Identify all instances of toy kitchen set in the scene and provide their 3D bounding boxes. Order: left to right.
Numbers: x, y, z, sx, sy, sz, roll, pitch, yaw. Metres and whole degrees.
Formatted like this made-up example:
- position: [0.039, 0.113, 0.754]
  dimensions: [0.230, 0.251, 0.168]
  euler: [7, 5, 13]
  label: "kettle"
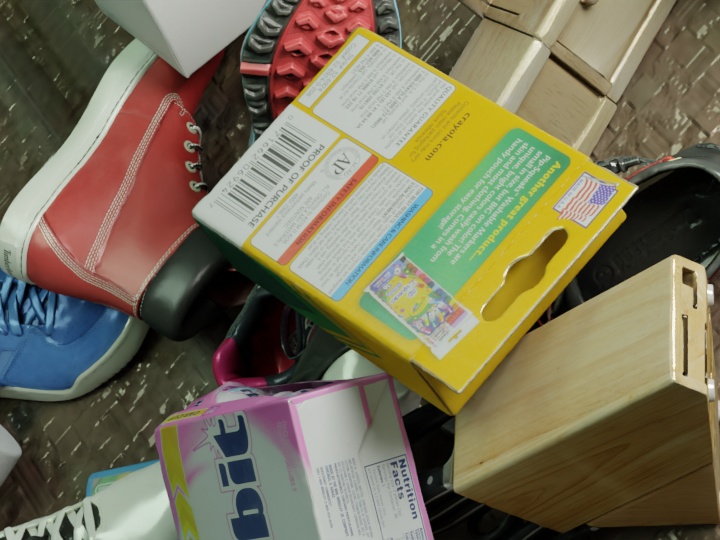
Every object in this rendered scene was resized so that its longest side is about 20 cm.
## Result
- position: [0.133, -0.141, 1.426]
  dimensions: [0.180, 0.163, 0.201]
  euler: [28, 87, 47]
  label: "toy kitchen set"

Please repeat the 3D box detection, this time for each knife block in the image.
- position: [0.078, 0.070, 1.350]
  dimensions: [0.175, 0.200, 0.064]
  euler: [-2, 61, 8]
  label: "knife block"

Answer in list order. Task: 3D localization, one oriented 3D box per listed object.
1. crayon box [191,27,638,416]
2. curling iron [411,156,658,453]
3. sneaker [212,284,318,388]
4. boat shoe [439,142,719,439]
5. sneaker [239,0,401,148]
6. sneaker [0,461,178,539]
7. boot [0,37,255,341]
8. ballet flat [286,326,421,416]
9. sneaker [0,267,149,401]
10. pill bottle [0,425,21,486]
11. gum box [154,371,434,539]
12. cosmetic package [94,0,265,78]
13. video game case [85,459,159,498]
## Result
- position: [0.030, -0.019, 1.364]
  dimensions: [0.126, 0.052, 0.200]
  euler: [-48, 47, -9]
  label: "crayon box"
- position: [0.087, 0.019, 1.470]
  dimensions: [0.050, 0.026, 0.200]
  euler: [44, 104, 9]
  label: "curling iron"
- position: [0.000, 0.000, 1.487]
  dimensions: [0.081, 0.074, 0.200]
  euler: [49, 123, 24]
  label: "sneaker"
- position: [0.106, 0.013, 1.418]
  dimensions: [0.201, 0.063, 0.074]
  euler: [-40, 82, 17]
  label: "boat shoe"
- position: [-0.029, -0.107, 1.513]
  dimensions: [0.200, 0.079, 0.096]
  euler: [104, 166, -48]
  label: "sneaker"
- position: [-0.166, 0.159, 1.561]
  dimensions: [0.200, 0.072, 0.072]
  euler: [-34, 46, 21]
  label: "sneaker"
- position: [-0.093, -0.051, 1.658]
  dimensions: [0.144, 0.073, 0.200]
  euler: [21, 59, 18]
  label: "boot"
- position: [-0.011, 0.078, 1.464]
  dimensions: [0.200, 0.068, 0.069]
  euler: [-52, 36, 28]
  label: "ballet flat"
- position: [-0.220, 0.023, 1.685]
  dimensions: [0.199, 0.111, 0.077]
  euler: [-8, 61, 39]
  label: "sneaker"
- position: [-0.281, 0.159, 1.661]
  dimensions: [0.200, 0.112, 0.112]
  euler: [-53, 43, 4]
  label: "pill bottle"
- position: [-0.022, 0.146, 1.384]
  dimensions: [0.113, 0.066, 0.201]
  euler: [-14, 89, 50]
  label: "gum box"
- position: [-0.064, -0.215, 1.660]
  dimensions: [0.200, 0.085, 0.108]
  euler: [-40, 43, -9]
  label: "cosmetic package"
- position: [-0.101, 0.191, 1.548]
  dimensions: [0.143, 0.018, 0.201]
  euler: [-13, 58, 36]
  label: "video game case"
